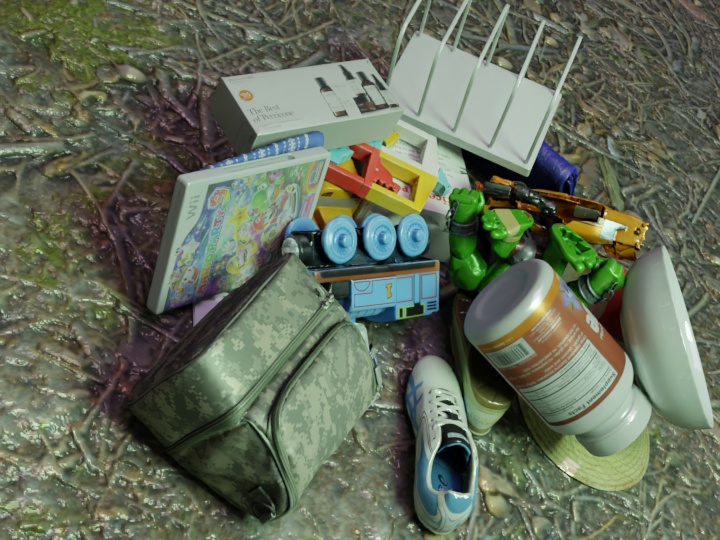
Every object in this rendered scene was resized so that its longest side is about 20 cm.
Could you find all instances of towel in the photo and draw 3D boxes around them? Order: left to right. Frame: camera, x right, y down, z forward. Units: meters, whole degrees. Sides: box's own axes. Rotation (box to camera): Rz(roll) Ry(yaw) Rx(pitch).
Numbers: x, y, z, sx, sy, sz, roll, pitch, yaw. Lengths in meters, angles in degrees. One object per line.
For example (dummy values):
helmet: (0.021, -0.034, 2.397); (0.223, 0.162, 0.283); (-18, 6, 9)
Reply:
towel: (-0.118, -0.058, 1.089); (0.024, 0.146, 0.199); (38, 40, 23)
towel: (0.191, -0.153, 1.382); (0.049, 0.148, 0.200); (-41, 72, -15)

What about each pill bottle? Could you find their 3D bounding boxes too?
pill bottle: (0.207, 0.094, 1.120); (0.200, 0.112, 0.113); (47, 39, -16)

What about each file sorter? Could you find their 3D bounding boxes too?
file sorter: (0.141, -0.233, 1.264); (0.198, 0.125, 0.139); (25, 55, 5)

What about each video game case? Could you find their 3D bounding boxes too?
video game case: (-0.116, -0.042, 1.066); (0.018, 0.144, 0.199); (35, 32, 27)

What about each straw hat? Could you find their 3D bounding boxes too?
straw hat: (0.279, 0.140, 1.238); (0.199, 0.085, 0.202); (20, 45, -21)

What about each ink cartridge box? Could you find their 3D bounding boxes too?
ink cartridge box: (0.047, -0.122, 1.306); (0.144, 0.084, 0.202); (13, 48, -25)

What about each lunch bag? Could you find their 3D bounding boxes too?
lunch bag: (-0.081, 0.107, 0.984); (0.168, 0.139, 0.200); (51, 41, -10)

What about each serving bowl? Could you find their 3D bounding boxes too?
serving bowl: (0.324, 0.078, 1.180); (0.200, 0.065, 0.202); (-15, 90, -71)

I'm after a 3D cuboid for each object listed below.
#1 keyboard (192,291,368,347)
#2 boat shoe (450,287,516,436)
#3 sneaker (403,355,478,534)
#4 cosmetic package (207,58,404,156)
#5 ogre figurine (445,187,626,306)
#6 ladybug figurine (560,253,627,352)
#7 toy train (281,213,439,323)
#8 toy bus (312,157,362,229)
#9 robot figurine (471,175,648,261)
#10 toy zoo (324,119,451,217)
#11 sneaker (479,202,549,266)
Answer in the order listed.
keyboard: (-0.078, 0.061, 1.115); (0.198, 0.011, 0.057); (14, 52, -25)
boat shoe: (0.132, 0.090, 1.210); (0.072, 0.063, 0.202); (11, 41, -12)
sneaker: (0.087, 0.164, 1.093); (0.071, 0.073, 0.201); (17, 45, -20)
cosmetic package: (-0.055, -0.172, 1.157); (0.199, 0.051, 0.083); (-16, 62, -38)
ogre figurine: (0.177, -0.003, 1.191); (0.198, 0.121, 0.099); (12, 43, -10)
ladybug figurine: (0.301, 0.038, 1.321); (0.199, 0.072, 0.137); (28, 30, -42)
toy train: (0.000, 0.000, 1.134); (0.199, 0.086, 0.116); (-6, 96, -44)
toy bus: (-0.050, -0.112, 1.232); (0.065, 0.078, 0.201); (3, 53, -33)
robot figurine: (0.221, -0.061, 1.248); (0.198, 0.059, 0.145); (15, 2, 4)
toy zoo: (0.012, -0.131, 1.212); (0.198, 0.021, 0.132); (25, 45, -10)
sneaker: (0.200, -0.015, 1.334); (0.090, 0.067, 0.201); (17, 44, -19)
